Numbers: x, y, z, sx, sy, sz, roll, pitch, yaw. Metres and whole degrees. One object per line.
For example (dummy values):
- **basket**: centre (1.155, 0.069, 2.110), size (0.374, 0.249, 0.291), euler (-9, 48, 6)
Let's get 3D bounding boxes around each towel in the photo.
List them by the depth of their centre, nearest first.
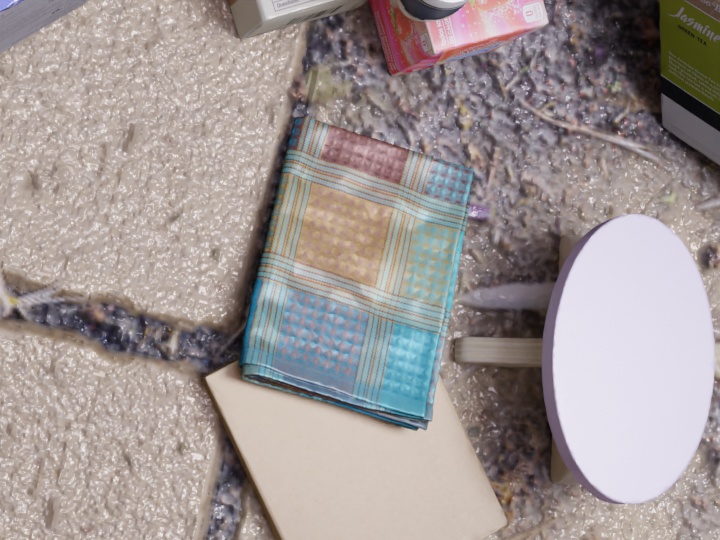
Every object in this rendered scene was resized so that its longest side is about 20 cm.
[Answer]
- **towel**: centre (0.000, 0.000, 1.325), size (0.146, 0.022, 0.201), euler (16, 72, -13)

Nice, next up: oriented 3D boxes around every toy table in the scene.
- **toy table**: centre (0.172, 0.066, 1.347), size (0.183, 0.117, 0.201), euler (17, 79, -16)

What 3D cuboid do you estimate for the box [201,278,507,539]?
- **box**: centre (-0.003, 0.130, 1.332), size (0.163, 0.021, 0.201), euler (-26, 94, -19)

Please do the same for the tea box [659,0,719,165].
- **tea box**: centre (0.332, -0.191, 1.364), size (0.200, 0.197, 0.133), euler (-42, 60, -18)

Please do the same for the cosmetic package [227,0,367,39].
- **cosmetic package**: centre (-0.063, -0.277, 1.319), size (0.105, 0.071, 0.201), euler (-17, 91, -19)

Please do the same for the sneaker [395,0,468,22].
- **sneaker**: centre (0.070, -0.260, 1.255), size (0.078, 0.079, 0.201), euler (28, 74, -9)

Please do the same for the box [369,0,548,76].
- **box**: centre (0.050, -0.254, 1.341), size (0.094, 0.103, 0.201), euler (-17, 92, -18)

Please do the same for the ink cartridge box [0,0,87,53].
- **ink cartridge box**: centre (-0.228, -0.196, 1.188), size (0.136, 0.200, 0.077), euler (-35, 96, -18)
